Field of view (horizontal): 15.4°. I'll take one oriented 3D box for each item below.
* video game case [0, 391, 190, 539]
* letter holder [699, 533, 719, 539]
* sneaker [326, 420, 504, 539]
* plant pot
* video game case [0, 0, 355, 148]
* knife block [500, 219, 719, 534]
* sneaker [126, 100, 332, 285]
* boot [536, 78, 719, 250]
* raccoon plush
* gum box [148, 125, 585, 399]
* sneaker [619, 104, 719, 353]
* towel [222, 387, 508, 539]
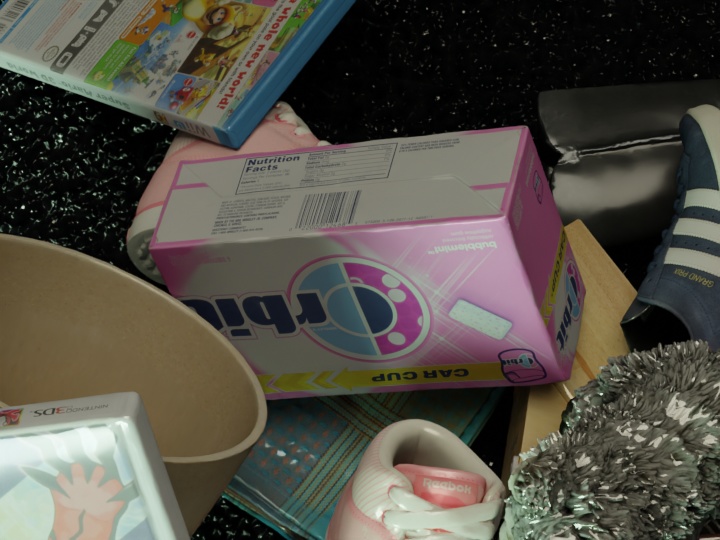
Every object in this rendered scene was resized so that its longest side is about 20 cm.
[{"bbox_3d":[-0.158,0.147,1.181,0.181,0.201,0.023,-8,34,12],"label":"video game case"},{"bbox_3d":[0.226,0.204,1.252,0.198,0.101,0.143,4,97,0],"label":"letter holder"},{"bbox_3d":[0.024,0.155,1.242,0.075,0.105,0.201,12,39,-15],"label":"sneaker"},{"bbox_3d":[-0.168,0.116,1.269,0.186,0.201,0.188,22,23,-10],"label":"plant pot"},{"bbox_3d":[-0.103,-0.147,1.467,0.199,0.018,0.143,20,61,35],"label":"video game case"},{"bbox_3d":[0.162,0.090,1.362,0.174,0.064,0.201,12,65,-4],"label":"knife block"},{"bbox_3d":[-0.021,-0.047,1.406,0.199,0.076,0.105,-1,48,19],"label":"sneaker"},{"bbox_3d":[0.200,-0.031,1.427,0.198,0.066,0.166,-4,58,-5],"label":"boot"},{"bbox_3d":[0.144,0.068,1.205,0.097,0.134,0.200,43,107,9],"label":"raccoon plush"},{"bbox_3d":[0.000,0.000,1.320,0.198,0.114,0.066,-4,43,22],"label":"gum box"},{"bbox_3d":[0.167,0.000,1.336,0.084,0.075,0.201,-19,44,13],"label":"sneaker"},{"bbox_3d":[-0.001,0.052,1.407,0.146,0.022,0.200,32,67,14],"label":"towel"}]
